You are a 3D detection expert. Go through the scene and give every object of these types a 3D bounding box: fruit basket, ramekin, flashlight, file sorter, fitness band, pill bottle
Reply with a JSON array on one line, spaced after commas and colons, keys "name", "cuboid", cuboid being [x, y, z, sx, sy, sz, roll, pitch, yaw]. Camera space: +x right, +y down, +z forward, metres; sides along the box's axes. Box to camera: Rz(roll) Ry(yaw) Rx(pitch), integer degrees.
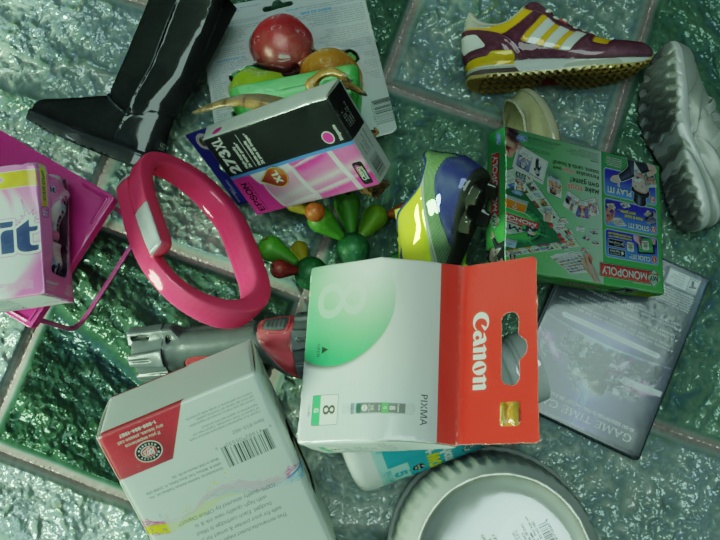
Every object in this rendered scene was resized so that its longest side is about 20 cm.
[{"name": "fruit basket", "cuboid": [-0.070, -0.209, 0.881, 0.185, 0.094, 0.200, -12, 63, -2]}, {"name": "ramekin", "cuboid": [0.123, 0.263, 0.762, 0.200, 0.105, 0.201, 0, 78, 1]}, {"name": "flashlight", "cuboid": [-0.123, 0.080, 0.811, 0.200, 0.068, 0.068, -7, 77, 14]}, {"name": "file sorter", "cuboid": [-0.342, -0.046, 0.819, 0.200, 0.125, 0.139, 30, 82, 7]}, {"name": "fitness band", "cuboid": [-0.156, -0.031, 0.788, 0.037, 0.144, 0.200, -41, 51, 21]}, {"name": "pill bottle", "cuboid": [0.073, 0.123, 0.786, 0.200, 0.111, 0.111, -21, 79, -2]}]

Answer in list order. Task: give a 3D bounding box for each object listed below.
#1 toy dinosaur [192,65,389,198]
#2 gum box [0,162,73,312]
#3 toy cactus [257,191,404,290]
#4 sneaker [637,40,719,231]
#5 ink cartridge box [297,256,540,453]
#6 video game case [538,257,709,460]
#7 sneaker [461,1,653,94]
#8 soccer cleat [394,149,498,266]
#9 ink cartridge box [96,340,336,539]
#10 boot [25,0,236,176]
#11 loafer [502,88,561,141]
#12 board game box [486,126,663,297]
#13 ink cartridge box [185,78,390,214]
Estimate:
[{"name": "toy dinosaur", "cuboid": [-0.050, -0.142, 0.783, 0.200, 0.060, 0.106, 32, 95, -5]}, {"name": "gum box", "cuboid": [-0.349, -0.019, 0.716, 0.199, 0.066, 0.114, -8, 81, 1]}, {"name": "toy cactus", "cuboid": [0.000, 0.000, 0.831, 0.199, 0.102, 0.165, -4, 88, -9]}, {"name": "sneaker", "cuboid": [0.350, -0.141, 0.868, 0.082, 0.075, 0.200, -8, 84, -16]}, {"name": "ink cartridge box", "cuboid": [0.045, 0.066, 0.695, 0.200, 0.050, 0.161, -9, 65, 30]}, {"name": "video game case", "cuboid": [0.251, 0.069, 0.844, 0.143, 0.019, 0.200, 25, 81, 6]}, {"name": "sneaker", "cuboid": [0.207, -0.243, 0.878, 0.199, 0.075, 0.090, -4, 84, -1]}, {"name": "soccer cleat", "cuboid": [0.060, -0.017, 0.776, 0.084, 0.065, 0.200, 33, 118, 28]}, {"name": "ink cartridge box", "cuboid": [-0.124, 0.188, 0.752, 0.145, 0.083, 0.200, -22, 108, -4]}, {"name": "boot", "cuboid": [-0.239, -0.216, 0.861, 0.165, 0.066, 0.200, 22, 90, 13]}, {"name": "loafer", "cuboid": [0.165, -0.089, 0.847, 0.068, 0.076, 0.200, -5, 79, -7]}, {"name": "board game box", "cuboid": [0.209, -0.052, 0.798, 0.200, 0.029, 0.135, 9, 78, -28]}, {"name": "ink cartridge box", "cuboid": [-0.077, -0.106, 0.777, 0.200, 0.095, 0.037, -9, 38, 38]}]
